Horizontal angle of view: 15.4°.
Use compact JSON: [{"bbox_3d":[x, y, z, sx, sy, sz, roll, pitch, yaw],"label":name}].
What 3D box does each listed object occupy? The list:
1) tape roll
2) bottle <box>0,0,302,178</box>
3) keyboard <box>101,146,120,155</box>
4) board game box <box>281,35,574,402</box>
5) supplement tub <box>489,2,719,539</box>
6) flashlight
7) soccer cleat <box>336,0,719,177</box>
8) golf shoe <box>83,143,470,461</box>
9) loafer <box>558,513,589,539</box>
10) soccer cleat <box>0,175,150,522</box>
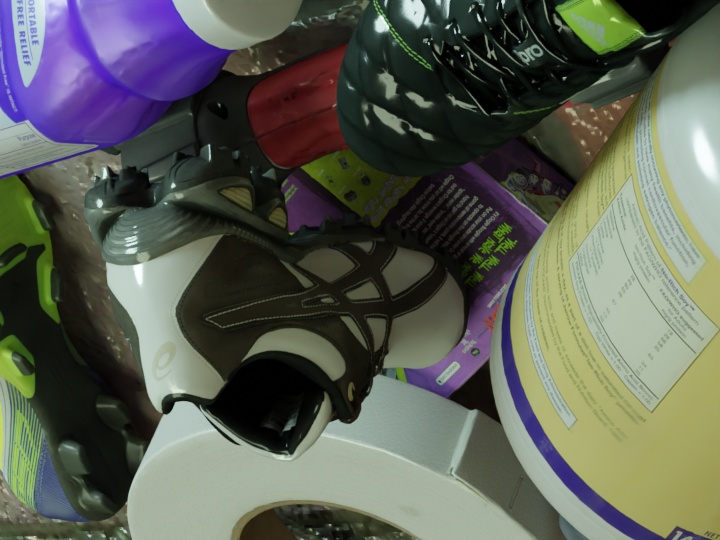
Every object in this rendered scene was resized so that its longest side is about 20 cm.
[{"bbox_3d":[0.003,0.114,1.097,0.203,0.037,0.203,14,141,12],"label":"tape roll"},{"bbox_3d":[-0.100,-0.081,0.916,0.200,0.065,0.084,-11,81,48],"label":"bottle"},{"bbox_3d":[-0.156,-0.132,1.006,0.127,0.021,0.200,30,151,37],"label":"keyboard"},{"bbox_3d":[0.000,0.000,1.035,0.120,0.032,0.200,43,139,0],"label":"board game box"},{"bbox_3d":[0.140,-0.005,0.838,0.145,0.145,0.200,36,140,4],"label":"supplement tub"},{"bbox_3d":[0.007,-0.062,0.906,0.200,0.068,0.068,-20,143,26],"label":"flashlight"},{"bbox_3d":[0.061,-0.083,0.786,0.068,0.081,0.200,43,124,-16],"label":"soccer cleat"},{"bbox_3d":[-0.025,0.025,0.922,0.078,0.095,0.200,-18,159,30],"label":"golf shoe"},{"bbox_3d":[0.163,0.101,0.977,0.200,0.072,0.063,20,132,25],"label":"loafer"},{"bbox_3d":[-0.159,0.028,1.148,0.084,0.065,0.200,3,128,37],"label":"soccer cleat"}]
